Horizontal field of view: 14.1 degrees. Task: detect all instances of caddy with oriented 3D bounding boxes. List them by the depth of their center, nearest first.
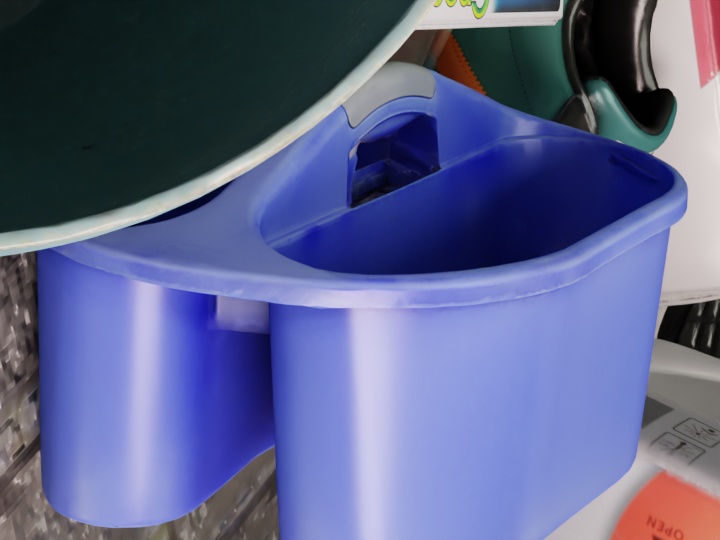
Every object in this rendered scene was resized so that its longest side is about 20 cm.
[{"bbox_3d":[0.000,0.000,0.731,0.200,0.141,0.105,-26,124,-63],"label":"caddy"}]

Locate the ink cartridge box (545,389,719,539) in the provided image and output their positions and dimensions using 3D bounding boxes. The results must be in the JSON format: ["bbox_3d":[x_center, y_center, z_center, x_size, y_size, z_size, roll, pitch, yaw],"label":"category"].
[{"bbox_3d":[0.077,0.138,0.862,0.050,0.162,0.200,-22,132,-56],"label":"ink cartridge box"}]

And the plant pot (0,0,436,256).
[{"bbox_3d":[-0.082,-0.094,0.507,0.135,0.200,0.200,151,-50,-76],"label":"plant pot"}]

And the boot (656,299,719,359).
[{"bbox_3d":[0.103,0.089,1.025,0.200,0.070,0.132,-58,180,-3],"label":"boot"}]

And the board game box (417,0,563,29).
[{"bbox_3d":[-0.001,-0.118,0.667,0.200,0.035,0.126,-11,104,-64],"label":"board game box"}]

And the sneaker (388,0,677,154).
[{"bbox_3d":[0.042,-0.032,0.848,0.071,0.080,0.200,-11,123,-62],"label":"sneaker"}]

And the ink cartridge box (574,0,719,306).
[{"bbox_3d":[0.104,-0.074,0.969,0.200,0.086,0.148,-25,107,-66],"label":"ink cartridge box"}]

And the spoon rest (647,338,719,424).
[{"bbox_3d":[0.120,0.043,0.916,0.099,0.200,0.061,70,-1,-48],"label":"spoon rest"}]
